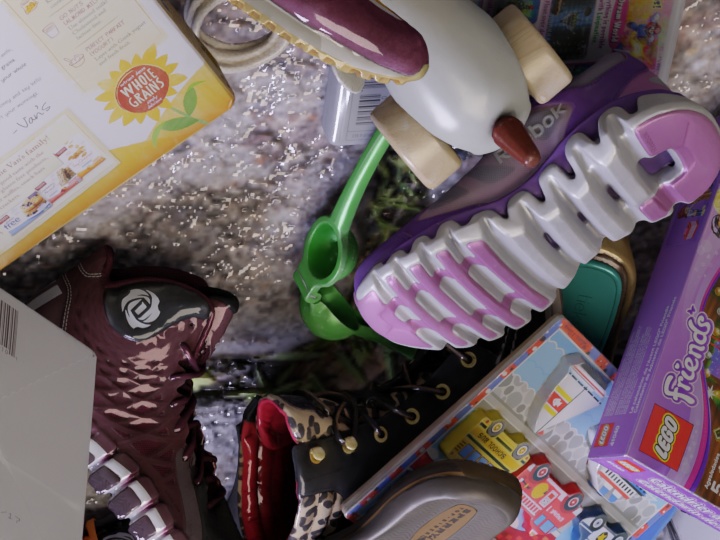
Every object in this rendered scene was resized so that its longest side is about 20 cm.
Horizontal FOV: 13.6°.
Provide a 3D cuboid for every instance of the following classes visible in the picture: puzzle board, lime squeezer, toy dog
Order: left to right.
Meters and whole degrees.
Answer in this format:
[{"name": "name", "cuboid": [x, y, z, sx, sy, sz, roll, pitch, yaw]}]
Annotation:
[{"name": "lime squeezer", "cuboid": [0.000, 0.000, 1.555, 0.070, 0.038, 0.201, -7, 138, 3]}, {"name": "toy dog", "cuboid": [0.028, -0.110, 1.410, 0.199, 0.096, 0.132, 24, 103, -34]}, {"name": "puzzle board", "cuboid": [0.094, 0.116, 1.589, 0.151, 0.017, 0.200, -42, 141, 5]}]

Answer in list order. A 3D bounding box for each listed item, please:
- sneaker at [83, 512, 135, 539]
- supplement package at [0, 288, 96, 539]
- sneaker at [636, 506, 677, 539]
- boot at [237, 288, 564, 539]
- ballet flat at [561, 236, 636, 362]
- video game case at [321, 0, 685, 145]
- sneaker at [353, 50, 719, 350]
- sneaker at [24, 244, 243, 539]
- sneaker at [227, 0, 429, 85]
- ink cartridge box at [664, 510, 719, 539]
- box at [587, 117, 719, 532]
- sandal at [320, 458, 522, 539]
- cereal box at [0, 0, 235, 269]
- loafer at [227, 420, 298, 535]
[{"name": "sneaker", "cuboid": [-0.168, 0.145, 1.602, 0.111, 0.078, 0.201, -19, 142, -11]}, {"name": "supplement package", "cuboid": [-0.251, 0.100, 1.431, 0.199, 0.151, 0.152, -26, 135, 31]}, {"name": "sneaker", "cuboid": [0.126, 0.129, 1.697, 0.077, 0.070, 0.201, -3, 130, -28]}, {"name": "boot", "cuboid": [0.019, 0.065, 1.559, 0.150, 0.073, 0.201, -9, 127, -32]}, {"name": "ballet flat", "cuboid": [0.109, 0.049, 1.630, 0.068, 0.063, 0.201, 16, 128, -4]}, {"name": "video game case", "cuboid": [0.079, -0.153, 1.482, 0.181, 0.024, 0.201, -5, 128, -18]}, {"name": "sneaker", "cuboid": [0.081, -0.040, 1.499, 0.200, 0.089, 0.081, -33, 135, 10]}, {"name": "sneaker", "cuboid": [-0.088, 0.072, 1.525, 0.115, 0.076, 0.200, -41, 98, 2]}, {"name": "sneaker", "cuboid": [-0.041, -0.161, 1.324, 0.199, 0.075, 0.090, 34, 93, -1]}, {"name": "ink cartridge box", "cuboid": [0.236, 0.169, 1.721, 0.084, 0.146, 0.201, -9, 129, -13]}, {"name": "box", "cuboid": [0.211, 0.037, 1.580, 0.136, 0.039, 0.201, 29, 71, -24]}, {"name": "sandal", "cuboid": [0.016, 0.164, 1.528, 0.081, 0.055, 0.200, 17, 139, -32]}, {"name": "cereal box", "cuboid": [-0.163, -0.102, 1.306, 0.143, 0.040, 0.200, -33, 133, 5]}, {"name": "loafer", "cuboid": [-0.060, 0.164, 1.653, 0.072, 0.073, 0.201, -8, 125, -6]}]
